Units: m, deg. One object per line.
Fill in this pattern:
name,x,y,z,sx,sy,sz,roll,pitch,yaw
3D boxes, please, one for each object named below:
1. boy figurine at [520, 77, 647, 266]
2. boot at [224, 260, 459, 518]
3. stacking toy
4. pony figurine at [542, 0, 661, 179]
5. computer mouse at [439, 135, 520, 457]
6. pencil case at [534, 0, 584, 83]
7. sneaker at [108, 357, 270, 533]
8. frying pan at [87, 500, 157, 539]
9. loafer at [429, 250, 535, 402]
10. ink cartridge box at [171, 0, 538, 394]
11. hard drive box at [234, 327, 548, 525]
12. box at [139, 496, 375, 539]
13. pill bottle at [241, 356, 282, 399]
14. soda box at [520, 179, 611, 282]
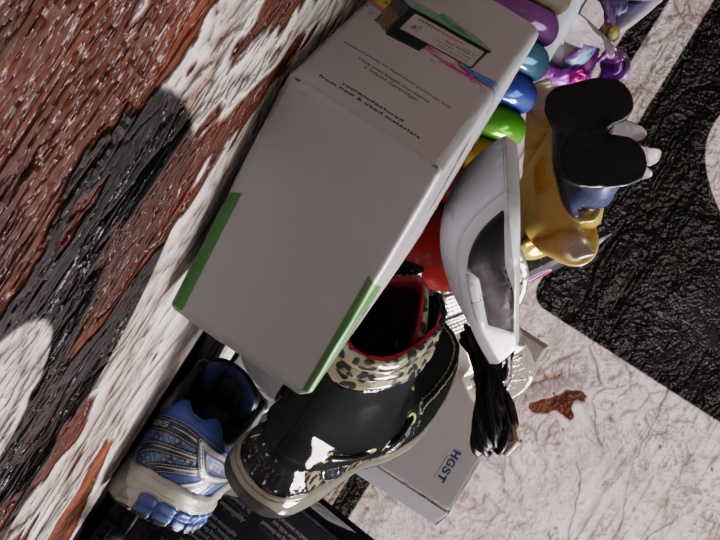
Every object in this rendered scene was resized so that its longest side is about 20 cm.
boy figurine,0.126,-0.060,1.107,0.200,0.064,0.126,127,-45,-71
boot,0.019,0.051,1.001,0.203,0.073,0.154,-33,162,-45
stacking toy,0.066,-0.087,1.036,0.085,0.085,0.202,16,88,-87
pony figurine,0.150,-0.171,1.306,0.200,0.192,0.167,-51,135,-29
computer mouse,0.068,0.010,0.960,0.110,0.043,0.201,-86,174,-48
pencil case,0.084,-0.158,1.134,0.201,0.091,0.083,-56,-162,-19
sneaker,-0.085,0.096,1.063,0.086,0.077,0.200,-63,176,14
frying pan,-0.159,0.177,1.054,0.115,0.031,0.190,-59,173,14
loafer,0.075,0.018,1.153,0.071,0.063,0.201,-22,143,-4
ink cartridge box,0.003,-0.055,0.854,0.145,0.084,0.200,-60,177,31
hard drive box,0.019,0.076,1.321,0.156,0.199,0.077,-56,176,-17
box,-0.080,0.235,1.153,0.183,0.199,0.104,-56,143,0
pill bottle,0.000,0.000,1.163,0.201,0.104,0.104,-56,176,-31
soda box,0.083,-0.009,1.280,0.199,0.071,0.063,-25,170,-13
